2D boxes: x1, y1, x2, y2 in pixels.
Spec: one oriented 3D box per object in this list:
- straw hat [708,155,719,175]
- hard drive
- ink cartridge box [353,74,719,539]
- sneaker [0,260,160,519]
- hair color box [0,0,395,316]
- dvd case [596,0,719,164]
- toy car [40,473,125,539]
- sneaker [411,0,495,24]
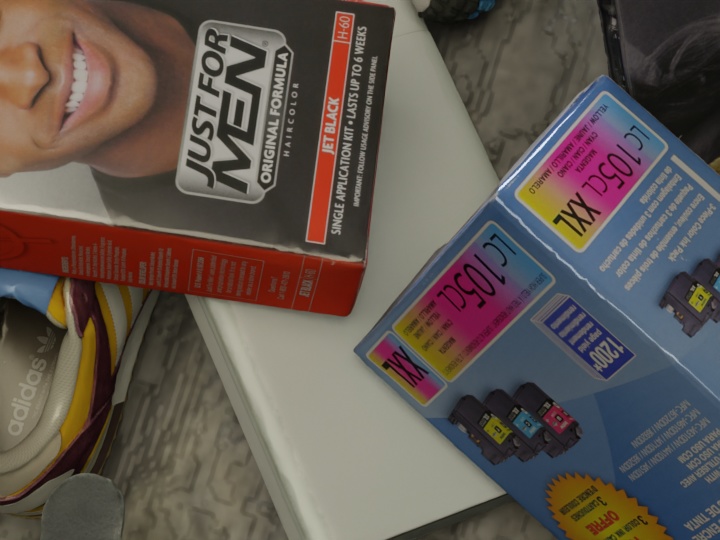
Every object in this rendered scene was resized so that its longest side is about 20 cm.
[{"bbox_3d":[0.210,0.014,0.831,0.201,0.201,0.085,32,41,11],"label":"straw hat"},{"bbox_3d":[0.000,0.000,0.863,0.132,0.026,0.200,-18,75,-24],"label":"hard drive"},{"bbox_3d":[0.111,0.048,0.786,0.200,0.136,0.076,40,58,0],"label":"ink cartridge box"},{"bbox_3d":[-0.111,-0.007,0.864,0.075,0.090,0.200,8,79,7],"label":"sneaker"},{"bbox_3d":[-0.093,-0.052,0.810,0.200,0.061,0.102,7,70,-3],"label":"hair color box"},{"bbox_3d":[0.165,-0.121,0.767,0.200,0.149,0.016,-33,54,-11],"label":"dvd case"},{"bbox_3d":[-0.111,0.179,0.801,0.164,0.158,0.200,-22,67,10],"label":"toy car"},{"bbox_3d":[0.023,-0.194,0.914,0.087,0.075,0.200,-3,79,31],"label":"sneaker"}]
